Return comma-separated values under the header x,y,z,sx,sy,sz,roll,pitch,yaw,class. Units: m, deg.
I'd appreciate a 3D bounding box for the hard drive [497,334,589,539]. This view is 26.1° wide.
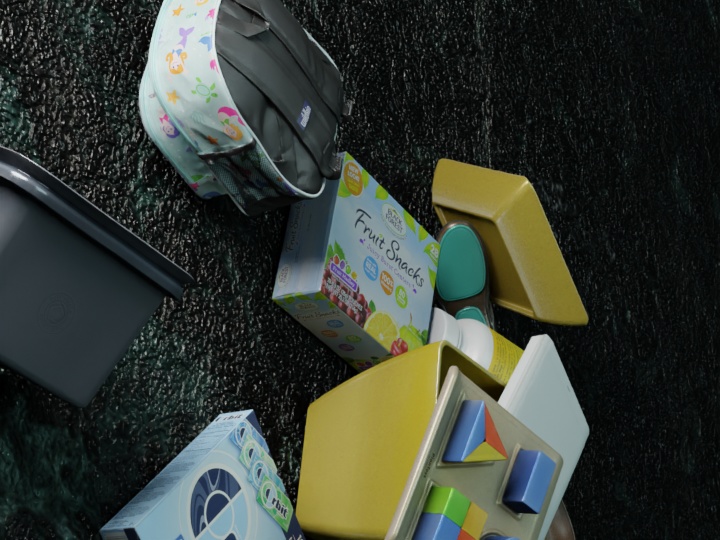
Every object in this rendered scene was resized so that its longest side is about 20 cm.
x,y,z,sx,sy,sz,roll,pitch,yaw,class
0.174,0.175,1.563,0.132,0.026,0.200,65,34,-23,hard drive

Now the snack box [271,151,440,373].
x,y,z,sx,sy,sz,roll,pitch,yaw,class
0.000,0.000,1.631,0.200,0.068,0.169,44,46,-44,snack box

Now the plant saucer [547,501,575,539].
x,y,z,sx,sy,sz,roll,pitch,yaw,class
0.190,0.271,1.836,0.200,0.032,0.200,49,21,-26,plant saucer

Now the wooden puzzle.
x,y,z,sx,sy,sz,roll,pitch,yaw,class
0.116,0.212,1.415,0.200,0.046,0.186,43,59,-37,wooden puzzle

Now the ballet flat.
x,y,z,sx,sy,sz,roll,pitch,yaw,class
0.120,0.030,1.819,0.068,0.068,0.201,-101,-179,-71,ballet flat

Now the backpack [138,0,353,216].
x,y,z,sx,sy,sz,roll,pitch,yaw,class
-0.114,-0.170,1.420,0.200,0.150,0.178,55,36,-45,backpack

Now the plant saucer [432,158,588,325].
x,y,z,sx,sy,sz,roll,pitch,yaw,class
0.161,-0.025,1.821,0.048,0.200,0.200,-33,114,-18,plant saucer

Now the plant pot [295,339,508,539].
x,y,z,sx,sy,sz,roll,pitch,yaw,class
0.048,0.205,1.544,0.200,0.176,0.201,37,51,-49,plant pot

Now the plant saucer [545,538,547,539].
x,y,z,sx,sy,sz,roll,pitch,yaw,class
0.140,0.348,1.694,0.200,0.035,0.201,-3,95,-31,plant saucer

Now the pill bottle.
x,y,z,sx,sy,sz,roll,pitch,yaw,class
0.135,0.125,1.746,0.200,0.112,0.113,34,52,-30,pill bottle

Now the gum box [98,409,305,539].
x,y,z,sx,sy,sz,roll,pitch,yaw,class
-0.129,0.246,1.375,0.200,0.044,0.170,-44,118,-53,gum box

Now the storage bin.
x,y,z,sx,sy,sz,roll,pitch,yaw,class
-0.254,0.005,1.183,0.200,0.145,0.135,42,75,-45,storage bin
